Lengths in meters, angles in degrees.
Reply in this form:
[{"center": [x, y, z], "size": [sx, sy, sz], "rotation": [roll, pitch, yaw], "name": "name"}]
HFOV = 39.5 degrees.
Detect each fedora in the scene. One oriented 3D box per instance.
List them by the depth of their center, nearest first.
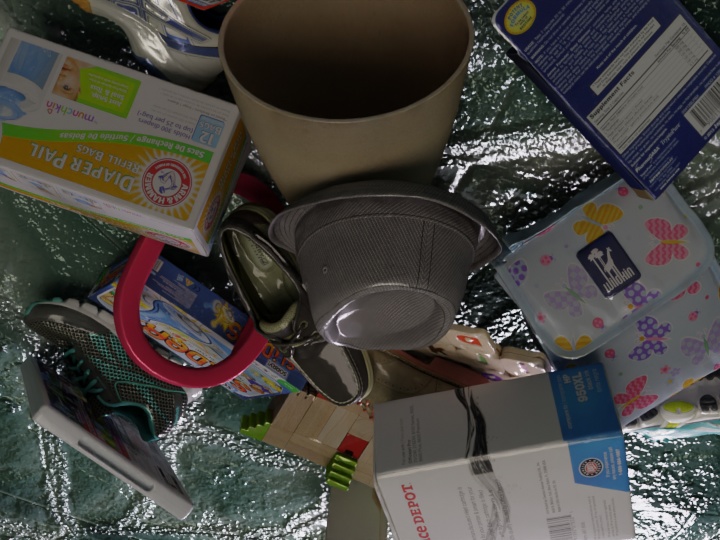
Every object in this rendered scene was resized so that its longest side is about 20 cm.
[{"center": [0.015, 0.008, 0.770], "size": [0.176, 0.091, 0.200], "rotation": [17, 156, -26], "name": "fedora"}]

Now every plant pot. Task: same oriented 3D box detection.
[{"center": [-0.007, -0.110, 0.804], "size": [0.187, 0.188, 0.200], "rotation": [2, 141, 4], "name": "plant pot"}]

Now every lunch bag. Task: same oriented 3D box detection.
[{"center": [0.224, 0.022, 0.877], "size": [0.169, 0.127, 0.200], "rotation": [-31, 117, 4], "name": "lunch bag"}]

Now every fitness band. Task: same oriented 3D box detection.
[{"center": [-0.135, 0.006, 0.898], "size": [0.143, 0.200, 0.037], "rotation": [30, 166, -20], "name": "fitness band"}]

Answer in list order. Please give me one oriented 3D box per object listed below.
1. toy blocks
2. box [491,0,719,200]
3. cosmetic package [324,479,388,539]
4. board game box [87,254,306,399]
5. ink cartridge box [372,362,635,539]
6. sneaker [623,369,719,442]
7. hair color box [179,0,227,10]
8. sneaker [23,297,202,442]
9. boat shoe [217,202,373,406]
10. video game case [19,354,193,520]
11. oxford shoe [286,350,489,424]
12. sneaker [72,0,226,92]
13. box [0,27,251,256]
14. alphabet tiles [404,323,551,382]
[{"center": [-0.005, 0.141, 1.042], "size": [0.200, 0.100, 0.137], "rotation": [25, 114, -13], "name": "toy blocks"}, {"center": [0.200, -0.166, 0.777], "size": [0.200, 0.032, 0.121], "rotation": [43, 90, -18], "name": "box"}, {"center": [-0.008, 0.334, 1.109], "size": [0.071, 0.200, 0.105], "rotation": [6, 128, 1], "name": "cosmetic package"}, {"center": [-0.158, 0.057, 0.982], "size": [0.200, 0.035, 0.135], "rotation": [37, 154, -19], "name": "board game box"}, {"center": [0.120, 0.170, 0.849], "size": [0.199, 0.084, 0.145], "rotation": [-11, 130, 8], "name": "ink cartridge box"}, {"center": [0.293, 0.147, 1.018], "size": [0.199, 0.078, 0.080], "rotation": [-2, 135, 7], "name": "sneaker"}, {"center": [-0.054, -0.276, 0.713], "size": [0.199, 0.064, 0.111], "rotation": [-16, 89, 17], "name": "hair color box"}, {"center": [-0.259, 0.103, 1.021], "size": [0.200, 0.091, 0.078], "rotation": [34, 146, -16], "name": "sneaker"}, {"center": [-0.062, 0.038, 0.861], "size": [0.072, 0.066, 0.201], "rotation": [-28, 97, 25], "name": "boat shoe"}, {"center": [-0.266, 0.168, 1.033], "size": [0.182, 0.200, 0.023], "rotation": [41, 83, -22], "name": "video game case"}, {"center": [0.015, 0.105, 0.914], "size": [0.199, 0.075, 0.070], "rotation": [16, 162, 8], "name": "oxford shoe"}, {"center": [-0.175, -0.232, 0.790], "size": [0.088, 0.075, 0.200], "rotation": [-36, 125, 19], "name": "sneaker"}, {"center": [-0.202, -0.101, 0.822], "size": [0.199, 0.113, 0.101], "rotation": [18, 169, 2], "name": "box"}, {"center": [0.079, 0.077, 0.916], "size": [0.199, 0.015, 0.196], "rotation": [10, 160, 24], "name": "alphabet tiles"}]
